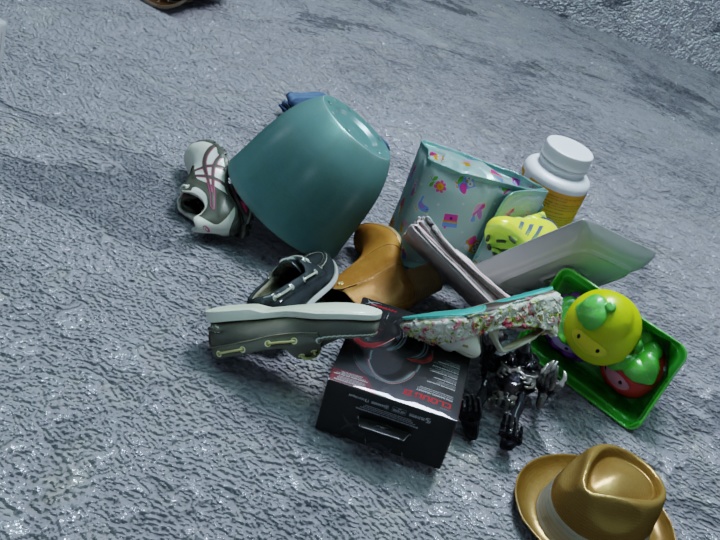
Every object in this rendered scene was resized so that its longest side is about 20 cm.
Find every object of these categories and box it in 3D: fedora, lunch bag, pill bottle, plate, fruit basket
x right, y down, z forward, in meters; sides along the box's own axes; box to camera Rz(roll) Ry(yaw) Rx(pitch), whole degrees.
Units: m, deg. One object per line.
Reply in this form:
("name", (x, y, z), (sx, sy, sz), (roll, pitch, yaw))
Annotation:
("fedora", (0.269, 0.249, 1.015), (0.200, 0.082, 0.201), (15, 31, -9))
("lunch bag", (0.157, -0.076, 1.366), (0.199, 0.171, 0.122), (17, 23, -12))
("pill bottle", (0.290, -0.108, 1.471), (0.109, 0.200, 0.109), (16, 32, -10))
("plate", (0.282, -0.002, 1.299), (0.199, 0.200, 0.032), (16, 59, -44))
("fruit basket", (0.313, 0.093, 1.213), (0.215, 0.156, 0.216), (26, 18, -9))

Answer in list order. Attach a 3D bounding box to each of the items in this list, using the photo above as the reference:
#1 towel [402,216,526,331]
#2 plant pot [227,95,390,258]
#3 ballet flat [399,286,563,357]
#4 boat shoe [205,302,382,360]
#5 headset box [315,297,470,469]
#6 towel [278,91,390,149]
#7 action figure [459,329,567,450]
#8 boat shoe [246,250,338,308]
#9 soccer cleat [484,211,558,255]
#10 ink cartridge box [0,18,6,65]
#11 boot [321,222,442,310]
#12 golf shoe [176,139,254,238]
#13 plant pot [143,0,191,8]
("towel", (0.134, 0.005, 1.217), (0.191, 0.032, 0.200), (45, -1, 0))
("plant pot", (-0.055, -0.141, 1.284), (0.200, 0.161, 0.201), (39, 21, -18))
("ballet flat", (0.146, 0.066, 1.068), (0.199, 0.064, 0.076), (-10, 0, -12))
("boat shoe", (-0.074, 0.069, 1.040), (0.201, 0.061, 0.072), (-2, 5, 10))
("headset box", (0.042, 0.129, 1.062), (0.148, 0.075, 0.200), (18, 31, 5))
("towel", (-0.045, -0.249, 1.631), (0.111, 0.049, 0.200), (-11, 43, -42))
("action figure", (0.190, 0.130, 1.138), (0.119, 0.102, 0.200), (23, 33, 11))
("boat shoe", (-0.082, 0.014, 1.162), (0.075, 0.060, 0.200), (-14, 21, 20))
("soccer cleat", (0.237, -0.051, 1.329), (0.065, 0.084, 0.200), (5, -12, 39))
("ink cartridge box", (-0.645, -0.338, 1.362), (0.147, 0.086, 0.200), (27, 33, 8))
("boot", (0.000, 0.001, 1.258), (0.144, 0.071, 0.201), (-18, 34, -28))
("golf shoe", (-0.219, -0.121, 1.301), (0.088, 0.077, 0.200), (-7, 41, -29))
("plant pot", (-0.355, -0.647, 1.939), (0.200, 0.201, 0.198), (31, 24, 15))
